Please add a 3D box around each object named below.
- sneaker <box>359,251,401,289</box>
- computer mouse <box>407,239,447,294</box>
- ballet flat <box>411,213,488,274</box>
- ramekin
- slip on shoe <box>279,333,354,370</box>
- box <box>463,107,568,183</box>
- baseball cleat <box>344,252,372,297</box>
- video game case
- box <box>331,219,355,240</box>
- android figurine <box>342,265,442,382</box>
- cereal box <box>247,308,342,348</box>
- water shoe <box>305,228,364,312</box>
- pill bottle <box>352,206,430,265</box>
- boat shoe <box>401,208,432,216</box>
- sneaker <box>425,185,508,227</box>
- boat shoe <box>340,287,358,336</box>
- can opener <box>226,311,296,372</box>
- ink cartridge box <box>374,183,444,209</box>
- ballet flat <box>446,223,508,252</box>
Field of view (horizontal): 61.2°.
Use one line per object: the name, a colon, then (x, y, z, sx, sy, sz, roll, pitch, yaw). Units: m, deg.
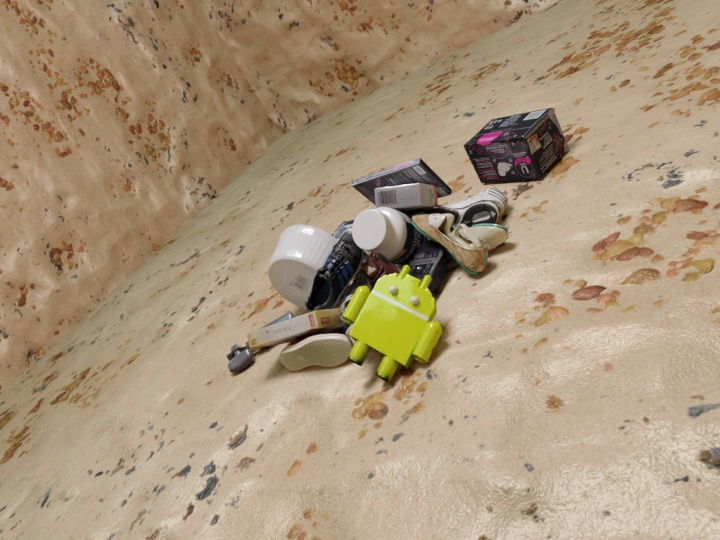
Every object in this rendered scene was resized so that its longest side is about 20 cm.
sneaker: (0.037, 0.038, 1.171, 0.075, 0.116, 0.202, -31, 33, 17)
computer mouse: (0.122, 0.028, 1.248, 0.137, 0.053, 0.202, -3, 50, 48)
ballet flat: (0.184, -0.074, 1.227, 0.070, 0.066, 0.199, -13, 44, -45)
ramekin: (-0.124, 0.001, 1.445, 0.198, 0.201, 0.099, -13, 37, 39)
slip on shoe: (-0.086, 0.157, 1.243, 0.198, 0.075, 0.061, -19, 23, 43)
box: (0.372, -0.294, 1.458, 0.132, 0.116, 0.198, -42, 25, -23)
baseball cleat: (0.000, 0.000, 1.378, 0.069, 0.107, 0.201, -9, 36, 38)
video game case: (0.096, -0.196, 1.438, 0.197, 0.142, 0.019, -11, 60, 38)
box: (-0.041, -0.063, 1.638, 0.156, 0.050, 0.200, -5, 36, 49)
android figurine: (0.060, 0.089, 1.087, 0.180, 0.041, 0.203, 27, 80, 23)
cereal box: (-0.125, 0.123, 1.306, 0.197, 0.040, 0.143, -19, -10, 32)
water shoe: (-0.053, 0.005, 1.313, 0.204, 0.070, 0.079, -66, -19, 7)
pill bottle: (0.065, -0.074, 1.313, 0.109, 0.114, 0.199, -21, -15, 27)
boat shoe: (0.099, -0.119, 1.531, 0.197, 0.075, 0.061, -15, 28, 31)
sneaker: (0.248, -0.134, 1.387, 0.198, 0.077, 0.115, -5, 24, 44)
boat shoe: (-0.013, 0.078, 1.225, 0.076, 0.060, 0.200, -44, -1, 7)
can opener: (-0.229, 0.176, 1.442, 0.197, 0.053, 0.068, -30, 55, 7)
ink cartridge box: (0.116, -0.166, 1.386, 0.107, 0.052, 0.199, -3, 5, 23)
ballet flat: (0.231, -0.057, 1.269, 0.199, 0.067, 0.064, 3, 69, 61)
